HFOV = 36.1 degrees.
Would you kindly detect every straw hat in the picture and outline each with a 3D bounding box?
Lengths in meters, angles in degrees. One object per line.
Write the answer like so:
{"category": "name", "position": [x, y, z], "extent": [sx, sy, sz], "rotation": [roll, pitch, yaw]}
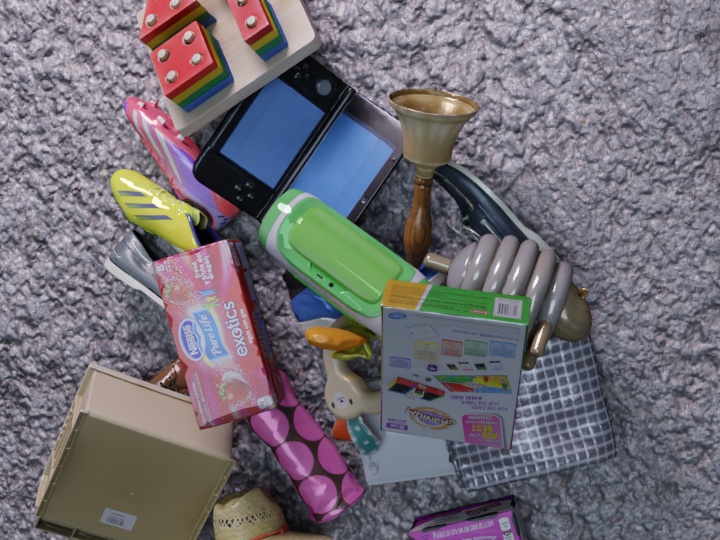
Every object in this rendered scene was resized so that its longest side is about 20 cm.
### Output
{"category": "straw hat", "position": [-0.136, 0.311, 1.353], "extent": [0.199, 0.201, 0.086], "rotation": [-17, 80, 13]}

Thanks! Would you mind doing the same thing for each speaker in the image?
{"category": "speaker", "position": [-0.016, -0.006, 1.239], "extent": [0.199, 0.088, 0.089], "rotation": [36, 102, 13]}

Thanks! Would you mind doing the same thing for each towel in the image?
{"category": "towel", "position": [0.187, 0.161, 1.294], "extent": [0.198, 0.086, 0.167], "rotation": [-14, 94, 2]}

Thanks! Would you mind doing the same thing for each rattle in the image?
{"category": "rattle", "position": [-0.021, 0.148, 1.286], "extent": [0.130, 0.143, 0.201], "rotation": [29, 117, 7]}

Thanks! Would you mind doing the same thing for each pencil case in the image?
{"category": "pencil case", "position": [-0.080, 0.218, 1.381], "extent": [0.090, 0.094, 0.201], "rotation": [-33, 89, -31]}

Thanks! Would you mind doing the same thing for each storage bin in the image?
{"category": "storage bin", "position": [-0.278, 0.248, 1.368], "extent": [0.199, 0.094, 0.199], "rotation": [21, 114, -17]}

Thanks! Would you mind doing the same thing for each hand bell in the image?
{"category": "hand bell", "position": [0.073, -0.097, 1.269], "extent": [0.103, 0.104, 0.202], "rotation": [10, 114, 10]}

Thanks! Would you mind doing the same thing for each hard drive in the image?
{"category": "hard drive", "position": [0.093, 0.188, 1.370], "extent": [0.198, 0.027, 0.133], "rotation": [-10, 95, 13]}

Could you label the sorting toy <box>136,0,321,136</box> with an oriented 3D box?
{"category": "sorting toy", "position": [-0.173, -0.296, 1.300], "extent": [0.199, 0.070, 0.200], "rotation": [-31, 60, 14]}

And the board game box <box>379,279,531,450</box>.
{"category": "board game box", "position": [0.097, 0.104, 1.182], "extent": [0.152, 0.041, 0.201], "rotation": [8, 133, 8]}

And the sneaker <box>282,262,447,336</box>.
{"category": "sneaker", "position": [0.000, 0.000, 1.341], "extent": [0.198, 0.077, 0.112], "rotation": [-18, 102, 19]}

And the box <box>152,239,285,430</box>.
{"category": "box", "position": [-0.161, 0.072, 1.283], "extent": [0.095, 0.100, 0.202], "rotation": [-16, 91, 4]}

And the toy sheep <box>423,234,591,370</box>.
{"category": "toy sheep", "position": [0.163, 0.026, 1.228], "extent": [0.199, 0.138, 0.139], "rotation": [23, 101, 4]}

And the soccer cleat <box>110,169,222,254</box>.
{"category": "soccer cleat", "position": [-0.227, -0.064, 1.372], "extent": [0.200, 0.065, 0.084], "rotation": [45, 130, 8]}

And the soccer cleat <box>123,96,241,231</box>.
{"category": "soccer cleat", "position": [-0.228, -0.136, 1.381], "extent": [0.200, 0.067, 0.077], "rotation": [40, 107, 2]}

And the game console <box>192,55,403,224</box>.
{"category": "game console", "position": [-0.070, -0.138, 1.301], "extent": [0.170, 0.118, 0.201], "rotation": [33, 94, -30]}

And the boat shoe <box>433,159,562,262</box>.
{"category": "boat shoe", "position": [0.152, -0.052, 1.309], "extent": [0.200, 0.075, 0.062], "rotation": [43, 91, -5]}

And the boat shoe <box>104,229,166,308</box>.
{"category": "boat shoe", "position": [-0.227, 0.019, 1.392], "extent": [0.199, 0.073, 0.062], "rotation": [31, 94, 7]}

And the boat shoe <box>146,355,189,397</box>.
{"category": "boat shoe", "position": [-0.236, 0.158, 1.412], "extent": [0.200, 0.068, 0.072], "rotation": [-44, 87, 13]}

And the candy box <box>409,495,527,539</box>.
{"category": "candy box", "position": [0.152, 0.395, 1.365], "extent": [0.135, 0.061, 0.202], "rotation": [-16, 94, 12]}
